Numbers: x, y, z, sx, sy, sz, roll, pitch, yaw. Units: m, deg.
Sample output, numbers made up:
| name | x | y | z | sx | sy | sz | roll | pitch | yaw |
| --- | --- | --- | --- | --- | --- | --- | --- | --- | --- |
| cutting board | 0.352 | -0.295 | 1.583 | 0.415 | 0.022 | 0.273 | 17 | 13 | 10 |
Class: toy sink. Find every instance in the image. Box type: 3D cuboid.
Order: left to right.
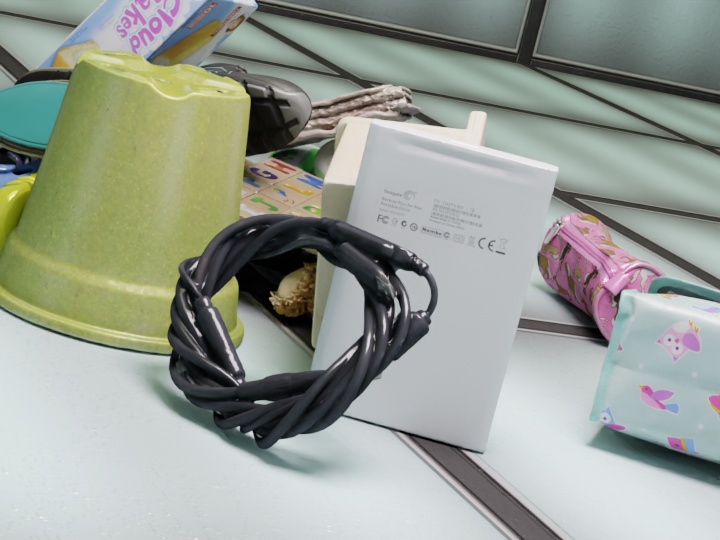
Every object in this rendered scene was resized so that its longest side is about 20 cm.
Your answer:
| name | x | y | z | sx | sy | sz | roll | pitch | yaw |
| --- | --- | --- | --- | --- | --- | --- | --- | --- | --- |
| toy sink | 0.028 | -0.035 | 1.494 | 0.111 | 0.132 | 0.200 | 7 | 24 | 5 |

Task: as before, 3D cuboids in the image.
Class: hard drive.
| name | x | y | z | sx | sy | sz | roll | pitch | yaw |
| --- | --- | --- | --- | --- | --- | --- | --- | --- | --- |
| hard drive | 0.047 | 0.011 | 1.375 | 0.131 | 0.202 | 0.026 | 15 | 13 | 4 |

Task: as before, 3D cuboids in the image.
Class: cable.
| name | x | y | z | sx | sy | sz | roll | pitch | yaw |
| --- | --- | --- | --- | --- | --- | --- | --- | --- | --- |
| cable | -0.051 | 0.035 | 1.318 | 0.199 | 0.164 | 0.051 | 24 | -18 | 40 |

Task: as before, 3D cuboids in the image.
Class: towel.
| name | x | y | z | sx | sy | sz | roll | pitch | yaw |
| --- | --- | --- | --- | --- | --- | --- | --- | --- | --- |
| towel | -0.048 | -0.129 | 1.793 | 0.198 | 0.035 | 0.133 | -12 | 1 | 9 |

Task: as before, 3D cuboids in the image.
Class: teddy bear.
| name | x | y | z | sx | sy | sz | roll | pitch | yaw |
| --- | --- | --- | --- | --- | --- | --- | --- | --- | --- |
| teddy bear | 0.025 | 0.032 | 1.611 | 0.198 | 0.067 | 0.145 | 6 | 4 | -6 |

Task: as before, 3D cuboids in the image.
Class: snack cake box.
| name | x | y | z | sx | sy | sz | roll | pitch | yaw |
| --- | --- | --- | --- | --- | --- | --- | --- | --- | --- |
| snack cake box | -0.195 | -0.190 | 1.744 | 0.067 | 0.200 | 0.115 | 51 | 16 | 11 |

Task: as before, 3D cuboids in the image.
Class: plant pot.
| name | x | y | z | sx | sy | sz | roll | pitch | yaw |
| --- | --- | --- | --- | --- | --- | --- | --- | --- | --- |
| plant pot | -0.162 | -0.059 | 1.485 | 0.198 | 0.186 | 0.200 | 14 | 13 | -3 |

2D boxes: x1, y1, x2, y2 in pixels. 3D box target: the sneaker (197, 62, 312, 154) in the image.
| name | x | y | z | sx | sy | sz | roll | pitch | yaw |
| --- | --- | --- | --- | --- | --- | --- | --- | --- | --- |
| sneaker | -0.111 | -0.147 | 1.687 | 0.199 | 0.076 | 0.079 | 4 | 37 | 41 |

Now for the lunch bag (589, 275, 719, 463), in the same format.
| name | x | y | z | sx | sy | sz | roll | pitch | yaw |
| --- | --- | --- | --- | --- | --- | --- | --- | --- | --- |
| lunch bag | 0.276 | 0.080 | 1.529 | 0.169 | 0.123 | 0.200 | 15 | 4 | 16 |

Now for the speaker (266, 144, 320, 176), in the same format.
| name | x | y | z | sx | sy | sz | roll | pitch | yaw |
| --- | --- | --- | --- | --- | --- | --- | --- | --- | --- |
| speaker | -0.064 | -0.063 | 1.829 | 0.088 | 0.089 | 0.200 | 15 | 13 | 2 |

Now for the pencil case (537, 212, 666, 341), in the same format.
| name | x | y | z | sx | sy | sz | roll | pitch | yaw |
| --- | --- | --- | --- | --- | --- | --- | --- | --- | --- |
| pencil case | 0.227 | 0.008 | 1.867 | 0.086 | 0.084 | 0.200 | 11 | 14 | -15 |

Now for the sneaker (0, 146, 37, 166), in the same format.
| name | x | y | z | sx | sy | sz | roll | pitch | yaw |
| --- | --- | --- | --- | --- | --- | --- | --- | --- | --- |
| sneaker | -0.293 | -0.095 | 1.760 | 0.108 | 0.071 | 0.199 | 18 | 19 | 40 |

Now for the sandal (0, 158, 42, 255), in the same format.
| name | x | y | z | sx | sy | sz | roll | pitch | yaw |
| --- | --- | --- | --- | --- | --- | --- | --- | --- | --- |
| sandal | -0.278 | -0.061 | 1.627 | 0.086 | 0.080 | 0.200 | 14 | 10 | 14 |

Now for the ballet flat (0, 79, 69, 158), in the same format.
| name | x | y | z | sx | sy | sz | roll | pitch | yaw |
| --- | --- | --- | --- | --- | --- | --- | --- | --- | --- |
| ballet flat | -0.203 | -0.115 | 1.601 | 0.198 | 0.071 | 0.071 | -3 | 8 | 15 |

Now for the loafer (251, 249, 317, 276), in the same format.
| name | x | y | z | sx | sy | sz | roll | pitch | yaw |
| --- | --- | --- | --- | --- | --- | --- | --- | --- | --- |
| loafer | 0.000 | 0.000 | 1.703 | 0.198 | 0.064 | 0.072 | 6 | -20 | -22 |

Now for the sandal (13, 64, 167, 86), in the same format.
| name | x | y | z | sx | sy | sz | roll | pitch | yaw |
| --- | --- | --- | --- | --- | --- | --- | --- | --- | --- |
| sandal | -0.196 | -0.134 | 1.665 | 0.199 | 0.081 | 0.057 | 11 | 8 | 24 |

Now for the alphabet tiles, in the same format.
| name | x | y | z | sx | sy | sz | roll | pitch | yaw |
| --- | --- | --- | --- | --- | --- | --- | --- | --- | --- |
| alphabet tiles | -0.050 | -0.053 | 1.654 | 0.199 | 0.006 | 0.166 | 24 | 21 | 16 |

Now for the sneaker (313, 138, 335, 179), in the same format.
| name | x | y | z | sx | sy | sz | roll | pitch | yaw |
| --- | --- | --- | --- | --- | --- | --- | --- | --- | --- |
| sneaker | 0.042 | -0.039 | 1.805 | 0.198 | 0.112 | 0.077 | 22 | 54 | -1 |
